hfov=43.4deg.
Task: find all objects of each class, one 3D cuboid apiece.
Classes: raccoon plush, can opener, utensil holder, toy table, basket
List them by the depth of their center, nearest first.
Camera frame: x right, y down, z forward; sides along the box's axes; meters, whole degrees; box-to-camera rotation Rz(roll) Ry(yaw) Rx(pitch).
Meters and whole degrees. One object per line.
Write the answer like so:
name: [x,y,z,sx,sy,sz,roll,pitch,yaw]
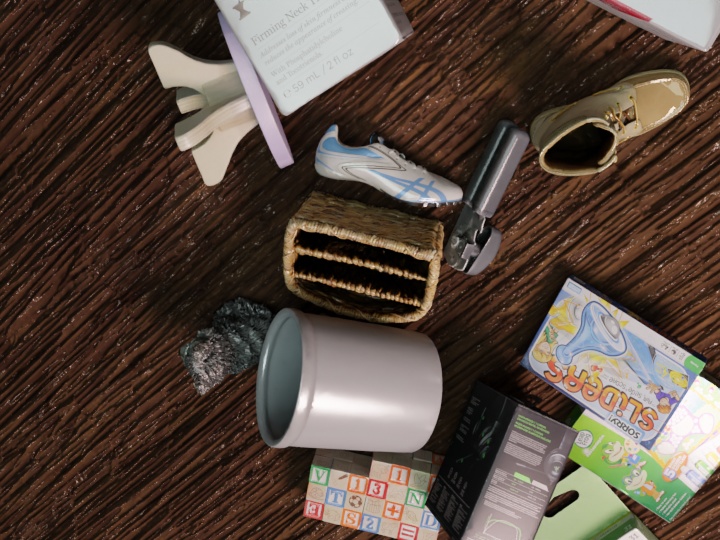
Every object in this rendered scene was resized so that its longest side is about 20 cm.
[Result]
toy table: [-0.169,-0.203,1.104,0.115,0.184,0.203,-20,108,1]
basket: [0.000,0.000,1.153,0.196,0.149,0.146,13,110,2]
utensil holder: [-0.016,0.147,1.160,0.196,0.170,0.173,10,112,-23]
can opener: [0.168,-0.089,1.161,0.066,0.053,0.203,12,113,-31]
raccoon plush: [-0.146,0.093,1.211,0.196,0.134,0.098,-18,104,14]

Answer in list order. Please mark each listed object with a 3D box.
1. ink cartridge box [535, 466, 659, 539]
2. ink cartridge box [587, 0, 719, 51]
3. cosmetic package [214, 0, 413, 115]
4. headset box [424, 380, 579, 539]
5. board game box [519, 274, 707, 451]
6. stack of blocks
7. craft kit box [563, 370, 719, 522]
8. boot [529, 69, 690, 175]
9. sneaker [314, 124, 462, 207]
ink cartridge box: [0.332,0.390,1.283,0.145,0.048,0.200,-40,104,18]
ink cartridge box: [0.324,-0.338,0.970,0.143,0.200,0.147,25,108,-2]
cosmetic package: [-0.059,-0.317,1.048,0.165,0.167,0.202,-29,101,16]
headset box: [0.179,0.251,1.167,0.091,0.174,0.203,23,88,-10]
board game box: [0.323,0.117,1.168,0.198,0.034,0.137,33,109,18]
stack of blocks: [0.024,0.310,1.298,0.195,0.059,0.118,12,109,4]
craft kit box: [0.396,0.210,1.222,0.195,0.049,0.202,32,110,0]
boot: [0.296,-0.171,1.050,0.196,0.156,0.074,-15,106,12]
sneaker: [0.040,-0.130,1.148,0.196,0.072,0.074,18,102,-1]
